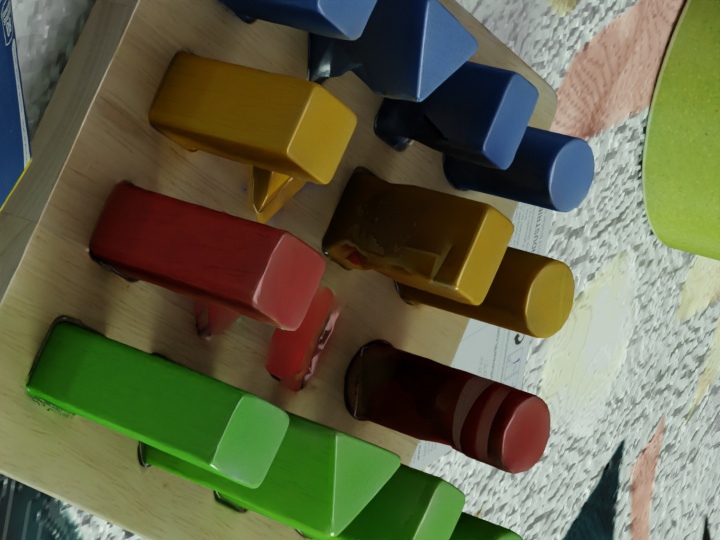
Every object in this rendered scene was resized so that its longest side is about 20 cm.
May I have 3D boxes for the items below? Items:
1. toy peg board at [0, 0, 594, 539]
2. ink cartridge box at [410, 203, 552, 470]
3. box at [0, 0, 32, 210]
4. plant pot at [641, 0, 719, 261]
[{"bbox_3d":[0.000,0.000,0.692,0.200,0.097,0.200,34,77,-49],"label":"toy peg board"},{"bbox_3d":[0.001,0.029,0.835,0.200,0.042,0.120,-31,137,-49],"label":"ink cartridge box"},{"bbox_3d":[-0.136,0.002,0.479,0.201,0.069,0.065,-68,162,-49],"label":"box"},{"bbox_3d":[0.261,-0.062,1.038,0.187,0.199,0.188,-39,142,-39],"label":"plant pot"}]
